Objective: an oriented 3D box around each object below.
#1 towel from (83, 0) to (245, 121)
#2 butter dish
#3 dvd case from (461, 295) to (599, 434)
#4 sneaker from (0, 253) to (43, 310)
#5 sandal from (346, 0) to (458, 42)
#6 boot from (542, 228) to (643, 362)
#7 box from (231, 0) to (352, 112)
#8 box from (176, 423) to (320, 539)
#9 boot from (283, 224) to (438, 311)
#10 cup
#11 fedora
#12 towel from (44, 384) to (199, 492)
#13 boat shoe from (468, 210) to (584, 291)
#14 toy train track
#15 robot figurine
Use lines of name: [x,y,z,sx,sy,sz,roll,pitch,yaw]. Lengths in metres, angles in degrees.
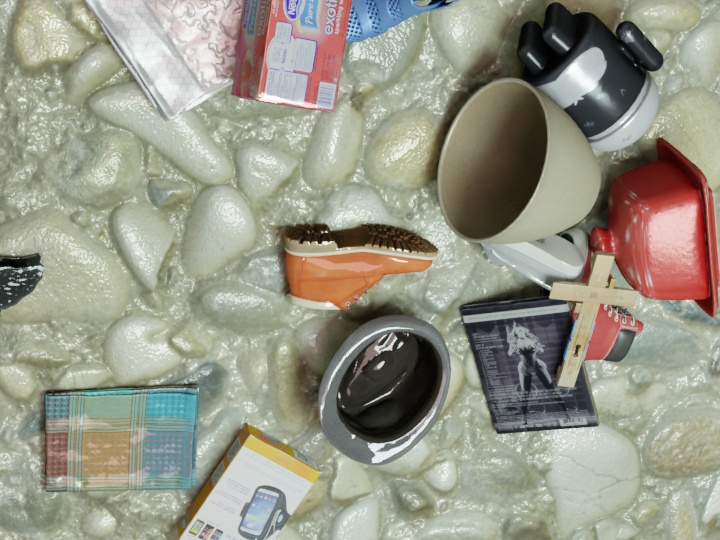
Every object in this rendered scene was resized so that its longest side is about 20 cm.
towel: [-0.204,-0.302,1.475,0.190,0.032,0.201,-34,114,-1]
butter dish: [0.368,-0.047,1.622,0.146,0.200,0.201,-12,111,-1]
dvd case: [0.230,0.129,1.701,0.147,0.016,0.202,-7,115,24]
sneaker: [-0.487,0.014,1.501,0.198,0.060,0.105,13,106,-23]
sandal: [0.050,-0.330,1.499,0.198,0.087,0.080,-27,115,-2]
boot: [0.322,0.035,1.704,0.143,0.073,0.202,-2,117,-14]
box: [-0.077,-0.290,1.447,0.102,0.094,0.202,4,99,-27]
box: [-0.157,0.318,1.699,0.118,0.042,0.201,32,101,-22]
boot: [0.000,0.000,1.613,0.197,0.075,0.108,0,112,-5]
cup: [0.210,-0.118,1.546,0.142,0.200,0.202,15,105,-34]
fedora: [0.023,0.144,1.654,0.176,0.090,0.201,29,94,-23]
towel: [-0.309,0.221,1.636,0.198,0.022,0.148,0,108,-14]
boat shoe: [0.190,-0.034,1.628,0.198,0.072,0.069,24,126,0]
toy train track: [0.286,0.060,1.623,0.113,0.033,0.202,6,120,-9]
robot figurine: [0.283,-0.240,1.569,0.200,0.150,0.125,39,80,-22]
